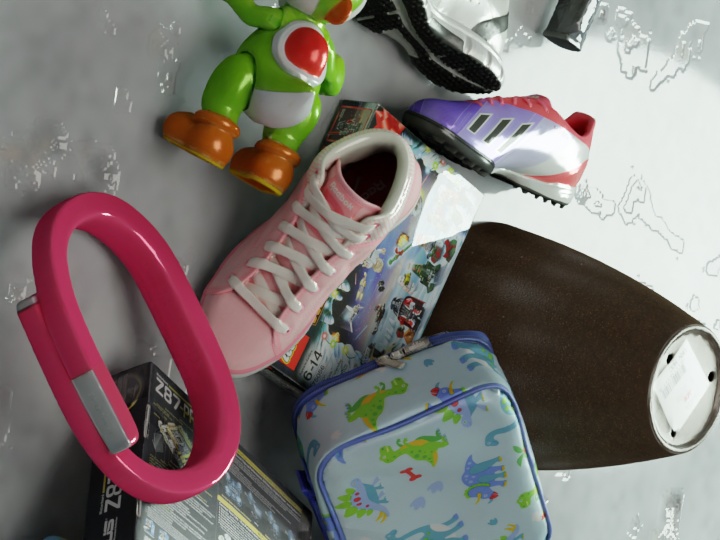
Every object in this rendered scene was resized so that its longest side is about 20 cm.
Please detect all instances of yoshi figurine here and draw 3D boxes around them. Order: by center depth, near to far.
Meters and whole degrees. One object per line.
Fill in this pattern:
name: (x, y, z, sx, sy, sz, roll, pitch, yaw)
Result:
yoshi figurine: (-0.055, -0.159, 1.576, 0.201, 0.111, 0.112, -64, 168, 0)

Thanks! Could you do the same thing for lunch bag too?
lunch bag: (0.040, 0.143, 1.668, 0.160, 0.083, 0.201, -23, 133, -4)

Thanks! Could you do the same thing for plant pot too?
plant pot: (0.160, 0.070, 1.751, 0.186, 0.199, 0.189, -11, 105, -44)

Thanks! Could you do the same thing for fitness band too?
fitness band: (-0.144, 0.048, 1.489, 0.143, 0.037, 0.201, -27, 92, -61)

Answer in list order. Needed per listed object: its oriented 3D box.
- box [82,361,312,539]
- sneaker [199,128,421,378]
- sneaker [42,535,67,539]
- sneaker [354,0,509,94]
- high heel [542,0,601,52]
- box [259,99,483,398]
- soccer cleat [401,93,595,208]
box: (-0.103, 0.179, 1.556, 0.200, 0.049, 0.162, 47, 34, -41)
sneaker: (-0.036, -0.018, 1.573, 0.200, 0.075, 0.105, -45, 172, -10)
sneaker: (-0.180, 0.260, 1.524, 0.130, 0.079, 0.201, -37, 123, -34)
sneaker: (0.040, -0.201, 1.678, 0.200, 0.073, 0.081, 38, 60, -49)
high heel: (0.144, -0.264, 1.758, 0.200, 0.071, 0.143, 37, 75, -58)
box: (0.000, 0.000, 1.687, 0.137, 0.040, 0.201, 36, 72, -42)
soccer cleat: (0.103, -0.104, 1.746, 0.199, 0.068, 0.074, 19, 98, -50)
